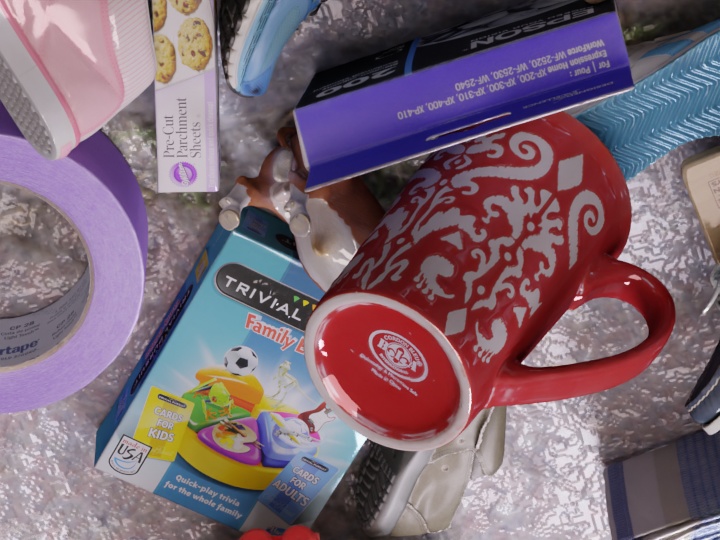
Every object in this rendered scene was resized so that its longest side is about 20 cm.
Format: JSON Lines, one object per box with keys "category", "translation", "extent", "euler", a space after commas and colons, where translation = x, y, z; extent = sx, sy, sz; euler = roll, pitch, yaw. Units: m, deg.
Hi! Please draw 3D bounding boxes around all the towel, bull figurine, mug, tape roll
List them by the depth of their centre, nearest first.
{"category": "mug", "translation": [0.077, 0.006, 1.594], "extent": [0.176, 0.200, 0.134], "euler": [8, 125, 29]}
{"category": "bull figurine", "translation": [0.000, 0.000, 1.696], "extent": [0.065, 0.121, 0.200], "euler": [-42, 87, 29]}
{"category": "tape roll", "translation": [-0.233, -0.011, 1.732], "extent": [0.199, 0.066, 0.201], "euler": [-1, 120, -2]}
{"category": "towel", "translation": [0.252, 0.131, 1.784], "extent": [0.199, 0.147, 0.024], "euler": [-20, 108, 7]}

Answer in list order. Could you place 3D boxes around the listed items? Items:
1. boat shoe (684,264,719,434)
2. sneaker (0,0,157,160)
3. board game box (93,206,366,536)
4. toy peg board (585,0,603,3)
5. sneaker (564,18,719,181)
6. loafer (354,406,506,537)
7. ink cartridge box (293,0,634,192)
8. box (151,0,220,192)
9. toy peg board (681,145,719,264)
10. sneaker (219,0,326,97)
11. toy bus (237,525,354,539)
{"category": "boat shoe", "translation": [0.245, 0.003, 1.655], "extent": [0.062, 0.075, 0.201], "euler": [29, 104, -7]}
{"category": "sneaker", "translation": [-0.194, -0.176, 1.644], "extent": [0.104, 0.075, 0.201], "euler": [-33, 99, -19]}
{"category": "board game box", "translation": [-0.063, 0.072, 1.795], "extent": [0.150, 0.047, 0.201], "euler": [24, 116, -15]}
{"category": "toy peg board", "translation": [0.180, -0.291, 1.590], "extent": [0.198, 0.098, 0.201], "euler": [-22, 119, -8]}
{"category": "sneaker", "translation": [0.196, -0.116, 1.681], "extent": [0.199, 0.081, 0.077], "euler": [-22, 117, 8]}
{"category": "loafer", "translation": [0.064, 0.094, 1.806], "extent": [0.069, 0.075, 0.201], "euler": [15, 123, -24]}
{"category": "ink cartridge box", "translation": [0.060, -0.112, 1.611], "extent": [0.197, 0.200, 0.044], "euler": [-17, 103, 7]}
{"category": "box", "translation": [-0.106, -0.144, 1.677], "extent": [0.041, 0.039, 0.201], "euler": [1, 119, -1]}
{"category": "toy peg board", "translation": [0.326, -0.022, 1.740], "extent": [0.199, 0.098, 0.200], "euler": [-21, 103, 8]}
{"category": "sneaker", "translation": [-0.019, -0.182, 1.639], "extent": [0.090, 0.079, 0.201], "euler": [23, 116, -18]}
{"category": "toy bus", "translation": [-0.020, 0.234, 1.807], "extent": [0.198, 0.136, 0.193], "euler": [-2, 141, -2]}
